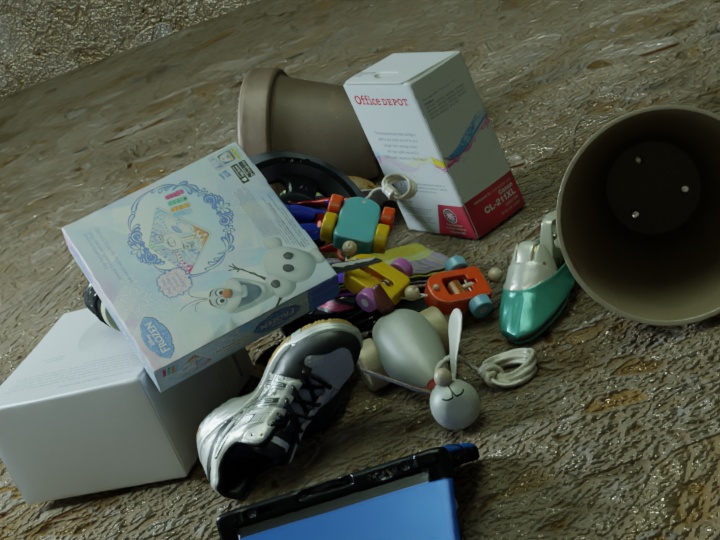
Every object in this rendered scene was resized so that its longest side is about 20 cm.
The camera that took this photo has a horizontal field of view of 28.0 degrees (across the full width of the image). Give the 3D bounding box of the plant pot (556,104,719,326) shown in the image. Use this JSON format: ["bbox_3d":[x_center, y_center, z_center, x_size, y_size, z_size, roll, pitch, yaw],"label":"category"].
[{"bbox_3d":[0.273,-0.063,1.308,0.187,0.188,0.200,-21,7,12],"label":"plant pot"}]

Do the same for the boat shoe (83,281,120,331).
[{"bbox_3d":[-0.195,-0.013,1.488,0.201,0.074,0.063,-36,35,-23],"label":"boat shoe"}]

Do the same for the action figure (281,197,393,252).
[{"bbox_3d":[-0.053,-0.052,1.604,0.200,0.066,0.052,1,-24,-25],"label":"action figure"}]

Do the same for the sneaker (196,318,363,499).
[{"bbox_3d":[-0.065,0.131,1.301,0.200,0.076,0.088,-46,32,19],"label":"sneaker"}]

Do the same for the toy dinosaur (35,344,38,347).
[{"bbox_3d":[-0.301,0.088,1.711,0.200,0.086,0.135,-30,3,40],"label":"toy dinosaur"}]

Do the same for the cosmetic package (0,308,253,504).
[{"bbox_3d":[-0.246,0.124,1.484,0.199,0.123,0.200,-13,22,25],"label":"cosmetic package"}]

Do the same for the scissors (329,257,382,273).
[{"bbox_3d":[-0.076,0.013,1.432,0.200,0.014,0.073,4,56,26],"label":"scissors"}]

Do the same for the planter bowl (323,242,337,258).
[{"bbox_3d":[-0.108,-0.013,1.719,0.200,0.084,0.200,-22,20,9],"label":"planter bowl"}]

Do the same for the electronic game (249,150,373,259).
[{"bbox_3d":[-0.075,-0.050,1.649,0.200,0.200,0.042,-40,-10,-34],"label":"electronic game"}]

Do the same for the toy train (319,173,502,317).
[{"bbox_3d":[0.043,-0.008,1.465,0.150,0.056,0.200,-16,50,-23],"label":"toy train"}]

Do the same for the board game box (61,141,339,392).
[{"bbox_3d":[-0.156,-0.008,1.402,0.199,0.043,0.200,-27,58,-17],"label":"board game box"}]

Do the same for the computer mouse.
[{"bbox_3d":[-0.065,0.093,1.438,0.140,0.046,0.200,-11,31,33],"label":"computer mouse"}]

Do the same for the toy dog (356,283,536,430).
[{"bbox_3d":[0.053,0.069,1.317,0.132,0.096,0.200,-37,23,-27],"label":"toy dog"}]

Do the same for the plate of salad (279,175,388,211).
[{"bbox_3d":[-0.048,-0.094,1.804,0.200,0.048,0.200,-8,-1,0],"label":"plate of salad"}]

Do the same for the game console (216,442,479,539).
[{"bbox_3d":[-0.002,0.219,1.132,0.200,0.119,0.171,-19,-10,16],"label":"game console"}]

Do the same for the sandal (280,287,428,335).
[{"bbox_3d":[-0.004,0.033,1.540,0.200,0.045,0.075,-11,25,34],"label":"sandal"}]

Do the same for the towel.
[{"bbox_3d":[0.000,0.000,1.550,0.199,0.023,0.144,-7,15,-18],"label":"towel"}]

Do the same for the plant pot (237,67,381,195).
[{"bbox_3d":[-0.060,-0.179,1.963,0.174,0.201,0.200,-1,26,10],"label":"plant pot"}]

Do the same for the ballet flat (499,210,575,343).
[{"bbox_3d":[0.180,-0.010,1.399,0.067,0.071,0.200,-7,28,39],"label":"ballet flat"}]

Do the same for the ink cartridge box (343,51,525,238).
[{"bbox_3d":[0.084,-0.146,1.651,0.083,0.200,0.146,-34,23,-23],"label":"ink cartridge box"}]
